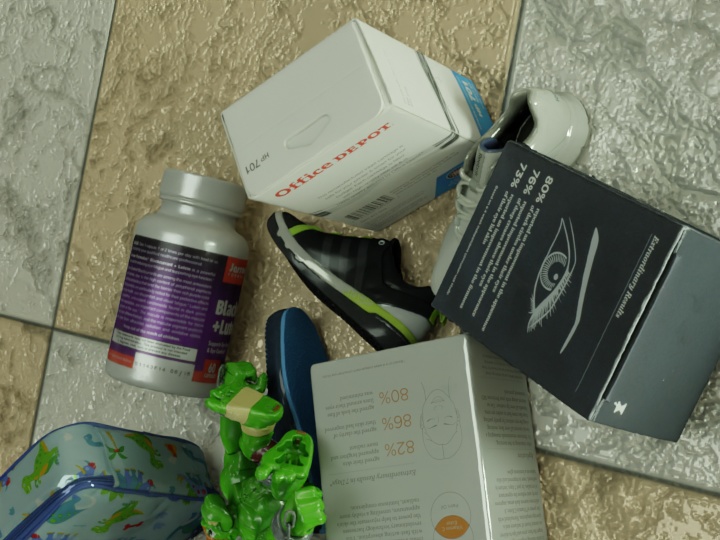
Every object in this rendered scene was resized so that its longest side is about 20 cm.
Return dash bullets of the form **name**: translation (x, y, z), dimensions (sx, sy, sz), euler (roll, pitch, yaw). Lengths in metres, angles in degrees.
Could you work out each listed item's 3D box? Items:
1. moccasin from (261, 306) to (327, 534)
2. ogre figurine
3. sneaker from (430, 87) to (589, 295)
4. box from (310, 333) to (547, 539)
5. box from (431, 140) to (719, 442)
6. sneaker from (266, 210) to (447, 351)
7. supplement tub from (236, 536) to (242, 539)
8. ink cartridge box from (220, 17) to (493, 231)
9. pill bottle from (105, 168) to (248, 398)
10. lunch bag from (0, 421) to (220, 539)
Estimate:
- **moccasin**: translation (-0.066, 0.136, 1.065), dimensions (0.068, 0.080, 0.202), euler (-17, 73, 34)
- **ogre figurine**: translation (-0.078, 0.175, 0.979), dimensions (0.199, 0.098, 0.121), euler (33, 127, 38)
- **sneaker**: translation (0.106, -0.065, 0.977), dimensions (0.074, 0.087, 0.202), euler (33, 101, 37)
- **box**: translation (0.056, 0.166, 0.964), dimensions (0.151, 0.106, 0.202), euler (-13, 76, 30)
- **box**: translation (0.169, 0.012, 0.881), dimensions (0.200, 0.104, 0.149), euler (38, 106, 50)
- **sneaker**: translation (0.000, 0.000, 1.063), dimensions (0.083, 0.072, 0.200), euler (-44, 61, -8)
- **supplement tub**: translation (-0.144, 0.332, 1.019), dimensions (0.199, 0.132, 0.133), euler (-33, 65, 0)
- **ink cartridge box**: translation (0.006, -0.111, 0.981), dimensions (0.146, 0.199, 0.087), euler (-29, 68, 25)
- **pill bottle**: translation (-0.168, 0.011, 1.129), dimensions (0.111, 0.111, 0.202), euler (13, 90, 33)
- **lunch bag**: translation (-0.238, 0.220, 1.090), dimensions (0.160, 0.199, 0.083), euler (-41, 57, 19)
